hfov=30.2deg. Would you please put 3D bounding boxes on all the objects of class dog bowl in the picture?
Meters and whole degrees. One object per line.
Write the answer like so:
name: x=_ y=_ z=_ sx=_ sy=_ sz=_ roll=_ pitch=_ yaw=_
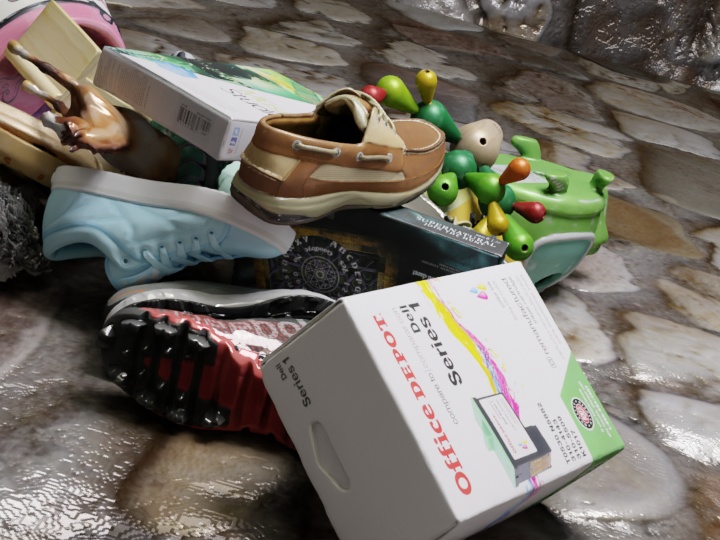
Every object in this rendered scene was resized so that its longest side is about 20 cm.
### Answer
dog bowl: x=-0.303 y=-0.182 z=1.237 sx=0.199 sy=0.201 sz=0.074 roll=-8 pitch=46 yaw=-49

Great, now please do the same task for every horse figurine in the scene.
horse figurine: x=-0.193 y=-0.106 z=1.025 sx=0.132 sy=0.050 sz=0.200 roll=36 pitch=-1 yaw=29

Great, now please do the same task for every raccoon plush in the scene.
raccoon plush: x=-0.258 y=-0.032 z=0.943 sx=0.133 sy=0.098 sz=0.199 roll=-2 pitch=1 yaw=-39

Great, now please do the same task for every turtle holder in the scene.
turtle holder: x=0.168 y=-0.054 z=1.317 sx=0.139 sy=0.133 sz=0.185 roll=20 pitch=19 yaw=16

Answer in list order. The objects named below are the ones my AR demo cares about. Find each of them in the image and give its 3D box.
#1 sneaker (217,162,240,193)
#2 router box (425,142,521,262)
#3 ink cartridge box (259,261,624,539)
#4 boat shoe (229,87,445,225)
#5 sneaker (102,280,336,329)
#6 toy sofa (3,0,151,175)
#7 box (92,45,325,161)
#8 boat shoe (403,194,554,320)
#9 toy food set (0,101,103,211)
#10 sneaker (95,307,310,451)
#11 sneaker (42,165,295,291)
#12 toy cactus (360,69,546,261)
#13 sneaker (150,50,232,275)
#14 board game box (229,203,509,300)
sneaker: x=-0.117 y=-0.057 z=1.186 sx=0.198 sy=0.075 sz=0.118 roll=16 pitch=13 yaw=-5
router box: x=0.043 y=-0.035 z=1.170 sx=0.199 sy=0.052 sz=0.159 roll=-5 pitch=63 yaw=-44
ink cartridge box: x=0.055 y=0.085 z=0.820 sx=0.199 sy=0.084 sz=0.146 roll=-10 pitch=67 yaw=-52
boat shoe: x=-0.006 y=-0.088 z=0.952 sx=0.075 sy=0.075 sz=0.199 roll=31 pitch=32 yaw=30
sneaker: x=-0.090 y=0.038 z=0.960 sx=0.198 sy=0.075 sz=0.079 roll=7 pitch=15 yaw=-22
toy sofa: x=-0.232 y=-0.149 z=1.208 sx=0.083 sy=0.098 sz=0.200 roll=47 pitch=8 yaw=28
box: x=-0.088 y=-0.125 z=1.038 sx=0.144 sy=0.037 sz=0.199 roll=32 pitch=18 yaw=30
boat shoe: x=0.080 y=-0.008 z=1.091 sx=0.202 sy=0.060 sz=0.072 roll=49 pitch=43 yaw=3
toy food set: x=-0.295 y=-0.094 z=1.096 sx=0.198 sy=0.049 sz=0.198 roll=19 pitch=-12 yaw=12
sneaker: x=-0.076 y=0.066 z=0.892 sx=0.198 sy=0.072 sz=0.098 roll=16 pitch=19 yaw=-4
sneaker: x=-0.143 y=-0.019 z=0.971 sx=0.198 sy=0.083 sz=0.074 roll=10 pitch=-10 yaw=23
toy cactus: x=0.093 y=-0.105 z=1.171 sx=0.199 sy=0.103 sz=0.165 roll=39 pitch=30 yaw=2
sneaker: x=-0.134 y=-0.087 z=1.143 sx=0.087 sy=0.203 sz=0.074 roll=19 pitch=-27 yaw=-41
board game box: x=0.000 y=0.011 z=0.999 sx=0.198 sy=0.137 sz=0.028 roll=20 pitch=28 yaw=12
